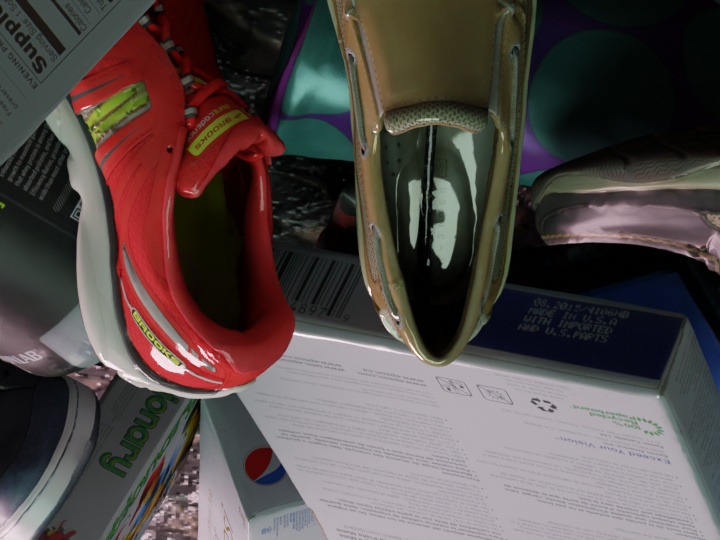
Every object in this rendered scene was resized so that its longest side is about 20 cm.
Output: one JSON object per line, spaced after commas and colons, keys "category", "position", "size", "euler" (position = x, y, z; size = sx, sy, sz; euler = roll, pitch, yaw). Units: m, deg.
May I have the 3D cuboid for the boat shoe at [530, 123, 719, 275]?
{"category": "boat shoe", "position": [0.146, -0.008, 0.902], "size": [0.200, 0.074, 0.074], "euler": [2, 101, 32]}

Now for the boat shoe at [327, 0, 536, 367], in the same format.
{"category": "boat shoe", "position": [0.026, -0.065, 0.907], "size": [0.071, 0.076, 0.200], "euler": [-6, 112, 2]}

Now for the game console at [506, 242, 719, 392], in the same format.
{"category": "game console", "position": [0.140, 0.075, 1.088], "size": [0.119, 0.172, 0.200], "euler": [-39, 137, -1]}

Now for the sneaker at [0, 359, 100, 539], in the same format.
{"category": "sneaker", "position": [-0.187, 0.034, 1.115], "size": [0.146, 0.202, 0.077], "euler": [31, 96, -24]}

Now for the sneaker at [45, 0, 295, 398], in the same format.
{"category": "sneaker", "position": [-0.062, -0.055, 0.972], "size": [0.077, 0.201, 0.085], "euler": [-19, -172, -37]}

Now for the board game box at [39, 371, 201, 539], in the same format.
{"category": "board game box", "position": [-0.122, 0.117, 1.191], "size": [0.035, 0.200, 0.126], "euler": [27, 144, 4]}

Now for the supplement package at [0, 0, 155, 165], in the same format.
{"category": "supplement package", "position": [-0.175, -0.096, 0.820], "size": [0.156, 0.111, 0.200], "euler": [50, 149, -17]}

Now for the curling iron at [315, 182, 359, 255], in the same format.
{"category": "curling iron", "position": [0.000, 0.000, 1.101], "size": [0.050, 0.026, 0.200], "euler": [37, 163, -1]}

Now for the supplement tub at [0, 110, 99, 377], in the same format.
{"category": "supplement tub", "position": [-0.164, -0.055, 1.025], "size": [0.200, 0.123, 0.122], "euler": [33, 137, -31]}

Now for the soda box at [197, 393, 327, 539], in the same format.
{"category": "soda box", "position": [-0.035, 0.125, 1.277], "size": [0.064, 0.068, 0.200], "euler": [-15, 149, -14]}

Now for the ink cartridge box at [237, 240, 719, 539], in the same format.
{"category": "ink cartridge box", "position": [0.053, 0.069, 1.076], "size": [0.199, 0.041, 0.200], "euler": [10, 149, 26]}

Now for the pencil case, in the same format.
{"category": "pencil case", "position": [0.067, -0.068, 0.999], "size": [0.199, 0.085, 0.092], "euler": [9, 180, -4]}

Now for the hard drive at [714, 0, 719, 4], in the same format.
{"category": "hard drive", "position": [0.114, -0.134, 0.846], "size": [0.200, 0.033, 0.140], "euler": [35, 155, 29]}
